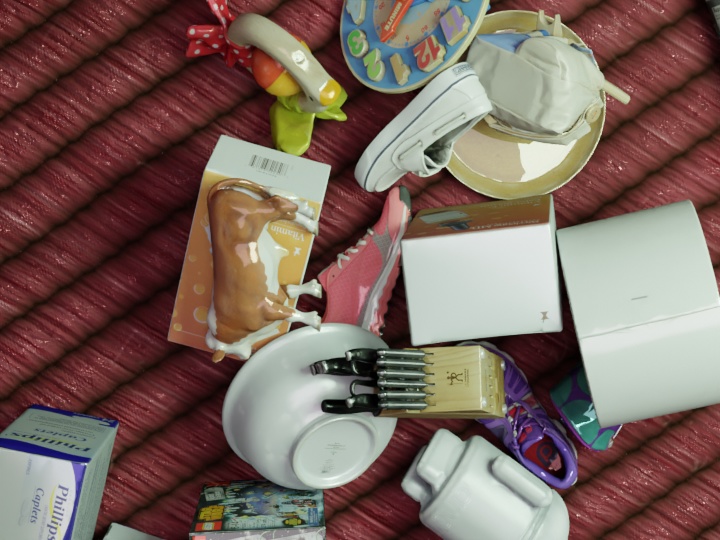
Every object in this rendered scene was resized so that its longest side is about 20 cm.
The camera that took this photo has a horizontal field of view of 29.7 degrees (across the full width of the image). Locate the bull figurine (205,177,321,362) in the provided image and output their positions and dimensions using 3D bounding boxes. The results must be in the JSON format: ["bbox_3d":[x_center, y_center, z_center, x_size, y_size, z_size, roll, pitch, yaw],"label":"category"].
[{"bbox_3d":[-0.099,0.006,1.333,0.119,0.065,0.203,-1,118,2],"label":"bull figurine"}]

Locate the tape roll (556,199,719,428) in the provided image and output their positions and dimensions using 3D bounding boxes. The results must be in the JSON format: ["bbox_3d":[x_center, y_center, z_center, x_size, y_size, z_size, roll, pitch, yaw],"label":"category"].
[{"bbox_3d":[0.281,0.043,1.351,0.137,0.203,0.206,-13,96,10],"label":"tape roll"}]

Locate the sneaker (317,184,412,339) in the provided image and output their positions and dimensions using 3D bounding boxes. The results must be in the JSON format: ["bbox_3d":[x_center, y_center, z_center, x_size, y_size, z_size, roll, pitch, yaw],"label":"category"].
[{"bbox_3d":[0.000,0.000,1.464,0.086,0.074,0.203,17,93,0],"label":"sneaker"}]

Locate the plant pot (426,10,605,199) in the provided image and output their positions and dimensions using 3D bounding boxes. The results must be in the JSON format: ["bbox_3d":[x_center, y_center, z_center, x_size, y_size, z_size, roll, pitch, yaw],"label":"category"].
[{"bbox_3d":[0.166,-0.179,1.477,0.197,0.027,0.203,0,95,-1],"label":"plant pot"}]

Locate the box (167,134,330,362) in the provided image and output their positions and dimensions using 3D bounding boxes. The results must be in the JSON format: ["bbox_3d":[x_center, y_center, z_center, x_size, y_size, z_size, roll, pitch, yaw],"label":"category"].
[{"bbox_3d":[-0.116,-0.018,1.412,0.123,0.098,0.202,15,117,-2],"label":"box"}]

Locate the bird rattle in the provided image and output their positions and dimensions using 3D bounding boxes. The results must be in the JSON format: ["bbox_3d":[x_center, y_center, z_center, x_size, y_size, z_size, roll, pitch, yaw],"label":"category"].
[{"bbox_3d":[-0.088,-0.220,1.404,0.113,0.163,0.201,-43,105,-16],"label":"bird rattle"}]

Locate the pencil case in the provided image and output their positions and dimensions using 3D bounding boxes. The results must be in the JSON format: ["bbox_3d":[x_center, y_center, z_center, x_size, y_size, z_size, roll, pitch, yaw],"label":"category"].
[{"bbox_3d":[0.301,0.107,1.480,0.199,0.085,0.093,-40,99,1],"label":"pencil case"}]

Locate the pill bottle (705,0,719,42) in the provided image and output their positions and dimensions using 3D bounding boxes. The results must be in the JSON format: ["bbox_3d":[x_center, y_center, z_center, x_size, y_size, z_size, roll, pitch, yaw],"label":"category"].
[{"bbox_3d":[0.430,-0.271,1.435,0.112,0.113,0.203,-21,96,0],"label":"pill bottle"}]

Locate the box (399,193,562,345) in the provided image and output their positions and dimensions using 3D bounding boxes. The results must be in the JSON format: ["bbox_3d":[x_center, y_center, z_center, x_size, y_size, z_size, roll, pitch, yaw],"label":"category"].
[{"bbox_3d":[0.128,-0.005,1.390,0.150,0.200,0.108,-6,100,9],"label":"box"}]

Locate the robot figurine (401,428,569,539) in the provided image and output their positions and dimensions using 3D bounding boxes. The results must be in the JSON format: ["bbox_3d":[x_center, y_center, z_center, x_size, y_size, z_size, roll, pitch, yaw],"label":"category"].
[{"bbox_3d":[0.142,0.259,1.468,0.199,0.170,0.113,35,53,1],"label":"robot figurine"}]

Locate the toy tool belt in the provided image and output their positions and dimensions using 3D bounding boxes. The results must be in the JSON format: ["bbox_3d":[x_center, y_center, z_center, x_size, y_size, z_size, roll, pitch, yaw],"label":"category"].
[{"bbox_3d":[0.171,-0.205,1.406,0.199,0.122,0.127,30,118,38],"label":"toy tool belt"}]

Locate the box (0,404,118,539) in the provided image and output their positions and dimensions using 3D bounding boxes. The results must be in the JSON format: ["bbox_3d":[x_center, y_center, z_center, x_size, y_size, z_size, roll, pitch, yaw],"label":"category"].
[{"bbox_3d":[-0.333,0.253,1.410,0.103,0.200,0.187,13,95,-3],"label":"box"}]

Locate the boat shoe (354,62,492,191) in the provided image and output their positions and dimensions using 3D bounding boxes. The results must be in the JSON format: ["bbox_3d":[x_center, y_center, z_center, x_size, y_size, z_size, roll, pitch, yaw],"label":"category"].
[{"bbox_3d":[0.066,-0.131,1.409,0.200,0.072,0.066,-43,74,39],"label":"boat shoe"}]

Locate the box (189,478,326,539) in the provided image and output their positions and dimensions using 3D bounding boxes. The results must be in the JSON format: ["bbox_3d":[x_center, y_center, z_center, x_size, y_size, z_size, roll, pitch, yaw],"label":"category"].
[{"bbox_3d":[-0.104,0.260,1.420,0.135,0.200,0.041,-3,96,-3],"label":"box"}]

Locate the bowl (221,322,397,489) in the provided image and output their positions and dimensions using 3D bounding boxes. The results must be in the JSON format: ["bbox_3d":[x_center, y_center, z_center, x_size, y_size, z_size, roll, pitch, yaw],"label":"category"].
[{"bbox_3d":[-0.039,0.161,1.421,0.198,0.091,0.203,-12,128,-15],"label":"bowl"}]

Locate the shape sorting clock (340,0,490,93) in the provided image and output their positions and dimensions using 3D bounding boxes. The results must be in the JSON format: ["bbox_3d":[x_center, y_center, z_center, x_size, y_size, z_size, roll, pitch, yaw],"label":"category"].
[{"bbox_3d":[0.053,-0.280,1.397,0.198,0.039,0.203,-11,72,38],"label":"shape sorting clock"}]

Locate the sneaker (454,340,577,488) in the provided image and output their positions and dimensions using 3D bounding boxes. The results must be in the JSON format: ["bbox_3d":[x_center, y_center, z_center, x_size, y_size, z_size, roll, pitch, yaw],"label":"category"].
[{"bbox_3d":[0.170,0.156,1.480,0.200,0.083,0.081,44,92,-4],"label":"sneaker"}]

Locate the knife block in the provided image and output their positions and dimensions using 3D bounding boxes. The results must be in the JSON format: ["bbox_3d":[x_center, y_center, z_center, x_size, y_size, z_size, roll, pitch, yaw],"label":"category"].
[{"bbox_3d":[0.049,0.116,1.379,0.173,0.200,0.065,-3,80,16],"label":"knife block"}]

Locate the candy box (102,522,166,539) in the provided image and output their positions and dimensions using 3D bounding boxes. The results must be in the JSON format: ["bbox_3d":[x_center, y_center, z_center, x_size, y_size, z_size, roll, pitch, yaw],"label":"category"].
[{"bbox_3d":[-0.230,0.404,1.494,0.166,0.072,0.203,19,94,-4],"label":"candy box"}]
